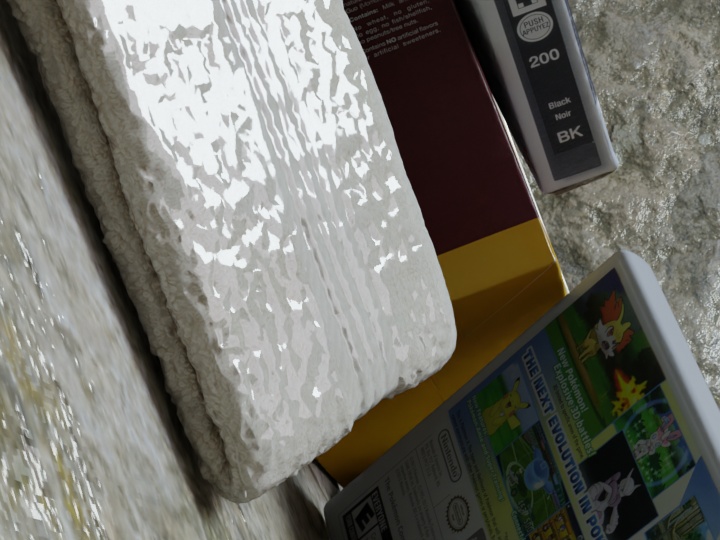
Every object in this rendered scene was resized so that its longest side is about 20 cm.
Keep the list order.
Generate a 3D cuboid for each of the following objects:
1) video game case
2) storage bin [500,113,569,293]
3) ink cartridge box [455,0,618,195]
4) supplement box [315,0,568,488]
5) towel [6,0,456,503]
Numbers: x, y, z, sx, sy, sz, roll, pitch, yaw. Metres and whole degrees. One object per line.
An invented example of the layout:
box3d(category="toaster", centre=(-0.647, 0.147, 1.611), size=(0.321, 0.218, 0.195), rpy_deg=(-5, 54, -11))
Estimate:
box3d(category="video game case", centre=(0.070, 0.118, 0.640), size=(0.022, 0.182, 0.200), rpy_deg=(28, 30, -36))
box3d(category="storage bin", centre=(0.052, -0.004, 1.193), size=(0.201, 0.093, 0.199), rpy_deg=(69, -18, 3))
box3d(category="ink cartridge box", centre=(0.045, -0.166, 0.751), size=(0.200, 0.043, 0.198), rpy_deg=(63, 6, -45))
box3d(category="supplement box", centre=(0.004, -0.034, 0.781), size=(0.197, 0.132, 0.201), rpy_deg=(59, 11, -67))
box3d(category="towel", centre=(-0.039, -0.038, 0.550), size=(0.132, 0.034, 0.201), rpy_deg=(-30, 104, -51))
